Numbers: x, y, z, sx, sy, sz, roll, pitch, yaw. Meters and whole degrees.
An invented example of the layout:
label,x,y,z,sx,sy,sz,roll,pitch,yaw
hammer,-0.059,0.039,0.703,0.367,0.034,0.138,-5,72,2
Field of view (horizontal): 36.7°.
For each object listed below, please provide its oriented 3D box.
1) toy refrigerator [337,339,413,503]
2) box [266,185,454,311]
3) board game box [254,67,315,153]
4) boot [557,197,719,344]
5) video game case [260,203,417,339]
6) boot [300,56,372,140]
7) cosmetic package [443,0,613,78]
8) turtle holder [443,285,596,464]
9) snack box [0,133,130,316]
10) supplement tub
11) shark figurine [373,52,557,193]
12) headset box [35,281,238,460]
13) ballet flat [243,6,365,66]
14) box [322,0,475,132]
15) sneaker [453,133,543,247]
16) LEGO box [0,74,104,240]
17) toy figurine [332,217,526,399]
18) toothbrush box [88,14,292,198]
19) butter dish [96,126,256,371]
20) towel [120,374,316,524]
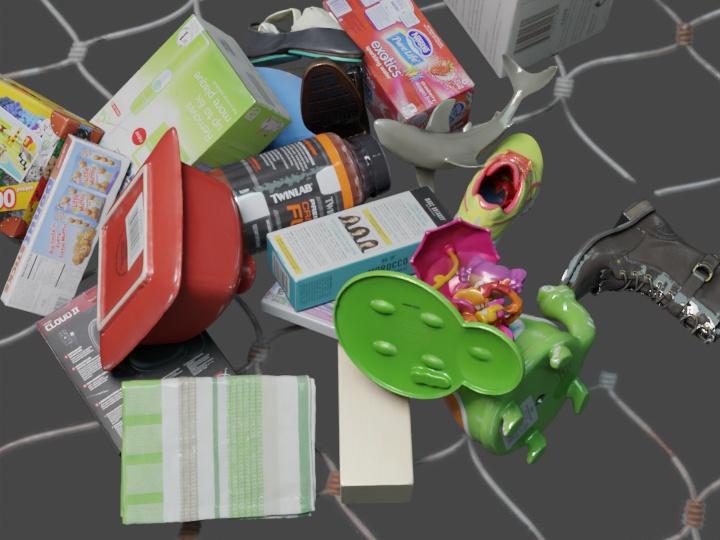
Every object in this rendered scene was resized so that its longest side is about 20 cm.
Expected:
label,x,y,z,sx,sy,sz,roll,pitch,yaw
toy refrigerator,0.014,0.144,1.164,0.076,0.070,0.200,-1,61,-2
box,0.004,-0.026,1.189,0.200,0.049,0.082,-17,48,-19
board game box,-0.122,-0.149,1.316,0.158,0.039,0.200,-11,73,-7
boot,0.333,0.020,1.226,0.200,0.069,0.174,-40,71,-19
video game case,0.000,0.000,1.211,0.143,0.018,0.200,19,46,19
boot,-0.032,-0.206,1.258,0.075,0.200,0.097,-12,62,6
cosmetic package,0.200,-0.389,1.358,0.166,0.167,0.200,-27,69,-11
turtle holder,0.163,0.096,1.145,0.132,0.141,0.186,34,101,36
snack box,-0.326,-0.046,1.203,0.024,0.072,0.200,31,99,54
supplement tub,-0.069,-0.091,1.221,0.200,0.107,0.107,-21,67,-14
shark figurine,0.133,-0.152,1.247,0.214,0.128,0.090,-26,33,-12
headset box,-0.245,0.089,1.183,0.149,0.075,0.200,-34,70,-15
ballet flat,-0.072,-0.282,1.308,0.200,0.073,0.073,10,58,46
box,0.044,-0.253,1.333,0.100,0.095,0.200,-29,69,-12
sneaker,0.170,-0.103,1.254,0.078,0.090,0.200,25,50,6
LEGO box,-0.418,-0.142,1.246,0.200,0.077,0.149,28,95,19
toy figurine,0.102,0.022,1.097,0.200,0.150,0.184,13,39,25
toothbrush box,-0.202,-0.165,1.246,0.200,0.086,0.146,-42,66,16
butter dish,-0.177,-0.009,1.115,0.148,0.199,0.200,13,55,-29
towel,-0.145,0.183,1.119,0.200,0.031,0.149,1,86,-15
